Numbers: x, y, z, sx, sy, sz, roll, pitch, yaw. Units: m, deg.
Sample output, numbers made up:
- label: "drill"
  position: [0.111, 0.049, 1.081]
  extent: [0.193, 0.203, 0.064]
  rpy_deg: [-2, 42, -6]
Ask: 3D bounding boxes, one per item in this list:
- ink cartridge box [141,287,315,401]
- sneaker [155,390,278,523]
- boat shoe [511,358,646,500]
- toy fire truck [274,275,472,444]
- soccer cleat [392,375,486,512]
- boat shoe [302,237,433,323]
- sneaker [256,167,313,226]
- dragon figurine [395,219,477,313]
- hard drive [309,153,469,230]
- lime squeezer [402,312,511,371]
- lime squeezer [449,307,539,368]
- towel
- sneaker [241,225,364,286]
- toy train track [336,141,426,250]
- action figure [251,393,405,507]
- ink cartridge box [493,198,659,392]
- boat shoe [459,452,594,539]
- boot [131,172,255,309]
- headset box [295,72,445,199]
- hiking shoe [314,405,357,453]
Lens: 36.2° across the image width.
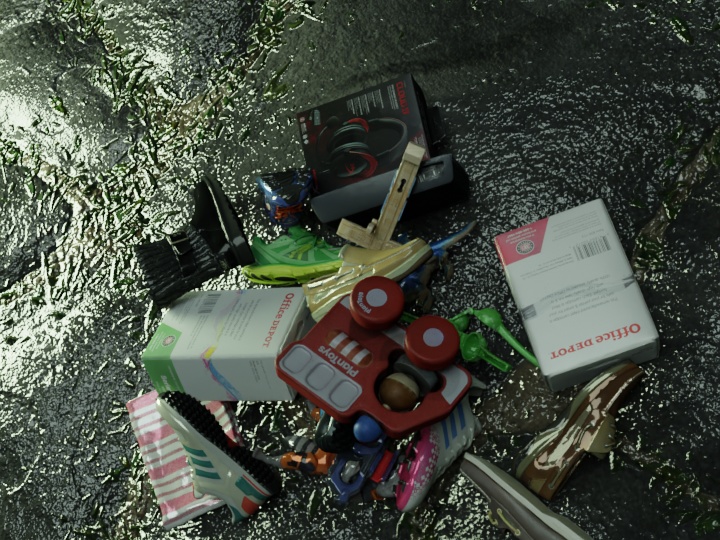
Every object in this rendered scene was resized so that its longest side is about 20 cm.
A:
- label: "ink cartridge box"
  position: [-0.168, 0.099, 1.478]
  extent: [0.199, 0.088, 0.145]
  rpy_deg: [-4, 35, 20]
- label: "sneaker"
  position: [-0.206, 0.248, 1.432]
  extent: [0.200, 0.070, 0.093]
  rpy_deg: [42, 103, -1]
- label: "boat shoe"
  position: [0.273, 0.195, 1.323]
  extent: [0.200, 0.076, 0.074]
  rpy_deg: [-47, 67, 8]
- label: "toy fire truck"
  position: [0.020, 0.119, 1.305]
  extent: [0.200, 0.112, 0.168]
  rpy_deg: [36, 65, 18]
- label: "soccer cleat"
  position: [0.104, 0.210, 1.359]
  extent: [0.086, 0.070, 0.200]
  rpy_deg: [23, 64, -7]
- label: "boat shoe"
  position: [0.000, 0.000, 1.392]
  extent: [0.200, 0.072, 0.076]
  rpy_deg: [-31, 87, 30]
- label: "sneaker"
  position: [-0.099, -0.099, 1.521]
  extent: [0.075, 0.200, 0.079]
  rpy_deg: [-12, 97, -5]
- label: "dragon figurine"
  position: [0.069, -0.010, 1.479]
  extent: [0.099, 0.059, 0.200]
  rpy_deg: [31, 84, 27]
- label: "hard drive"
  position: [0.045, -0.097, 1.483]
  extent: [0.200, 0.135, 0.042]
  rpy_deg: [-17, 76, 14]
- label: "lime squeezer"
  position: [0.113, 0.088, 1.386]
  extent: [0.200, 0.071, 0.038]
  rpy_deg: [26, 111, 31]
- label: "lime squeezer"
  position: [0.144, 0.082, 1.437]
  extent: [0.199, 0.038, 0.071]
  rpy_deg: [4, 104, 21]
- label: "towel"
  position: [-0.236, 0.239, 1.515]
  extent: [0.146, 0.030, 0.200]
  rpy_deg: [-29, 63, 9]
- label: "sneaker"
  position: [-0.074, -0.024, 1.530]
  extent: [0.199, 0.074, 0.084]
  rpy_deg: [-1, 74, 21]
- label: "toy train track"
  position: [0.036, -0.068, 1.411]
  extent: [0.114, 0.033, 0.200]
  rpy_deg: [23, 111, 4]
- label: "action figure"
  position: [-0.011, 0.224, 1.422]
  extent: [0.193, 0.105, 0.200]
  rpy_deg: [28, 53, 21]
- label: "ink cartridge box"
  position: [0.268, 0.033, 1.371]
  extent: [0.146, 0.083, 0.200]
  rpy_deg: [-20, 64, 7]
- label: "boat shoe"
  position: [0.189, 0.292, 1.314]
  extent: [0.200, 0.072, 0.060]
  rpy_deg: [35, 95, 31]
- label: "boot"
  position: [-0.248, -0.047, 1.559]
  extent: [0.158, 0.080, 0.211]
  rpy_deg: [-26, 37, -2]
- label: "headset box"
  position: [0.022, -0.177, 1.552]
  extent: [0.200, 0.075, 0.149]
  rpy_deg: [-17, 65, 14]
- label: "hiking shoe"
  position: [-0.034, 0.155, 1.385]
  extent: [0.086, 0.075, 0.200]
  rpy_deg: [-2, 34, 18]
